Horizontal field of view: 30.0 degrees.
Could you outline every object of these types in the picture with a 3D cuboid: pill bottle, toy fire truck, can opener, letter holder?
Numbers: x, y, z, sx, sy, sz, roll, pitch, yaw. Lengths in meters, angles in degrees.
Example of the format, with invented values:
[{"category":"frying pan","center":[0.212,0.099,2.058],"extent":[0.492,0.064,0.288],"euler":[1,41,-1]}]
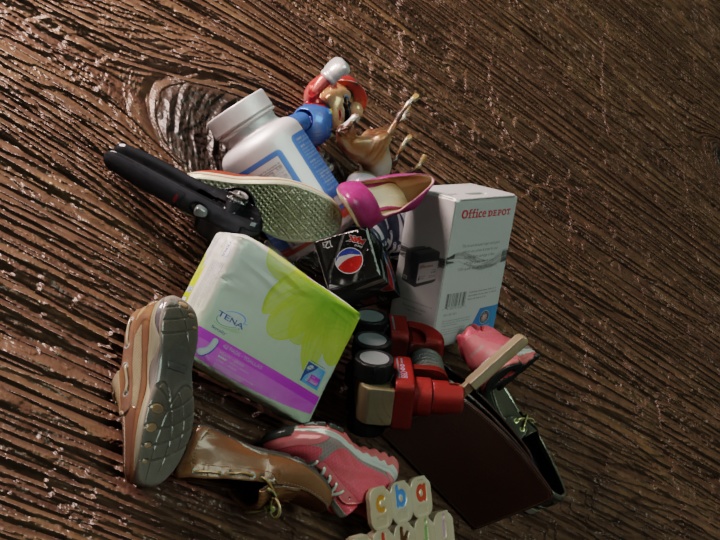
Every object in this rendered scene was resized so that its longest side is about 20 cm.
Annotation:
[{"category":"pill bottle","center":[-0.100,-0.119,1.659],"extent":[0.200,0.112,0.112],"euler":[58,36,-6]},{"category":"toy fire truck","center":[0.087,0.112,1.605],"extent":[0.200,0.129,0.176],"euler":[5,22,-5]},{"category":"can opener","center":[-0.200,-0.086,1.519],"extent":[0.200,0.079,0.063],"euler":[29,17,-4]},{"category":"letter holder","center":[0.148,0.212,1.712],"extent":[0.200,0.142,0.101],"euler":[46,38,-19]}]

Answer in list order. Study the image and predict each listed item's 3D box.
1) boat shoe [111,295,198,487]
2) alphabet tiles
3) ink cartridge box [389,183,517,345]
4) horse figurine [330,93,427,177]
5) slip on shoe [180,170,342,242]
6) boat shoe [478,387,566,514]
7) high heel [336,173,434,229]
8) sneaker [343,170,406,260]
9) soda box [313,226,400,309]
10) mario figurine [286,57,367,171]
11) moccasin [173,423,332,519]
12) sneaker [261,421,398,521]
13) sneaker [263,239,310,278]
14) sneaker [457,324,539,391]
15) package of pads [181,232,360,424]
[{"category":"boat shoe","center":[-0.218,0.126,1.389],"extent":[0.076,0.072,0.200],"euler":[35,55,-49]},{"category":"alphabet tiles","center":[0.050,0.345,1.576],"extent":[0.200,0.015,0.196],"euler":[-3,87,-51]},{"category":"ink cartridge box","center":[0.122,-0.011,1.791],"extent":[0.145,0.084,0.200],"euler":[-8,111,-50]},{"category":"horse figurine","center":[0.031,-0.158,1.835],"extent":[0.050,0.200,0.133],"euler":[37,68,26]},{"category":"slip on shoe","center":[-0.119,-0.082,1.584],"extent":[0.200,0.074,0.061],"euler":[10,18,-2]},{"category":"boat shoe","center":[0.221,0.233,1.856],"extent":[0.072,0.060,0.202],"euler":[-14,78,-53]},{"category":"high heel","center":[0.034,-0.094,1.634],"extent":[0.067,0.096,0.200],"euler":[60,10,11]},{"category":"sneaker","center":[0.043,-0.034,1.815],"extent":[0.200,0.070,0.109],"euler":[41,44,-28]},{"category":"soda box","center":[0.000,0.000,1.657],"extent":[0.200,0.071,0.063],"euler":[42,33,-78]},{"category":"mario figurine","center":[-0.043,-0.200,1.782],"extent":[0.106,0.123,0.200],"euler":[42,42,-5]},{"category":"moccasin","center":[-0.114,0.228,1.444],"extent":[0.201,0.074,0.078],"euler":[30,55,-40]},{"category":"sneaker","center":[-0.029,0.235,1.542],"extent":[0.200,0.074,0.087],"euler":[27,51,-36]},{"category":"sneaker","center":[-0.095,0.009,1.617],"extent":[0.200,0.075,0.087],"euler":[31,40,-35]},{"category":"sneaker","center":[0.177,0.104,1.774],"extent":[0.087,0.074,0.200],"euler":[51,9,13]},{"category":"package of pads","center":[-0.109,0.063,1.511],"extent":[0.200,0.068,0.155],"euler":[34,76,-33]}]
